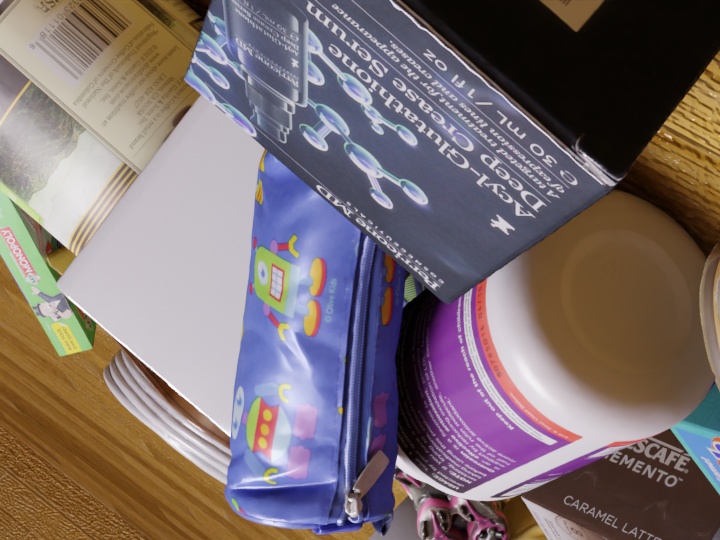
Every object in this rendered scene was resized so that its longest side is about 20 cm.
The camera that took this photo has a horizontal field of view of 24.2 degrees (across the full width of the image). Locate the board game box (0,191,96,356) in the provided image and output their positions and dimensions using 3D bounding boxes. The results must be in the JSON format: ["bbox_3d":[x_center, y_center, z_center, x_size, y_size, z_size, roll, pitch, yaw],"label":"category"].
[{"bbox_3d":[-0.234,-0.057,1.190,0.135,0.029,0.200,-90,-18,-51],"label":"board game box"}]

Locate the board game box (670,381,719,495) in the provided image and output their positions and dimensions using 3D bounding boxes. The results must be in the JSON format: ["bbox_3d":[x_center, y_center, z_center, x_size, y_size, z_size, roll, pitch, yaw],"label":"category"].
[{"bbox_3d":[0.253,0.119,0.775,0.152,0.045,0.200,50,161,-27],"label":"board game box"}]

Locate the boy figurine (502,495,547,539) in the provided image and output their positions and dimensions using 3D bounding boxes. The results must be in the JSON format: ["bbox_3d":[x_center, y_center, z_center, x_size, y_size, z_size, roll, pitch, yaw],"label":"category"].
[{"bbox_3d":[0.178,0.220,1.152,0.200,0.065,0.124,33,165,15],"label":"boy figurine"}]

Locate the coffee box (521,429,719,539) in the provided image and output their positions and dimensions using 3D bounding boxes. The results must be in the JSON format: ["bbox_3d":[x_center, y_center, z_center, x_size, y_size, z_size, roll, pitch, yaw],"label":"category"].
[{"bbox_3d":[0.184,0.168,0.970,0.114,0.080,0.200,21,156,37],"label":"coffee box"}]

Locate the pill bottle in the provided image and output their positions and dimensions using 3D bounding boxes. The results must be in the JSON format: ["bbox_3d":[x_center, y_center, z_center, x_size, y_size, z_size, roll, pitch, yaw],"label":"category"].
[{"bbox_3d":[0.076,0.044,0.794,0.112,0.113,0.200,41,152,-5],"label":"pill bottle"}]

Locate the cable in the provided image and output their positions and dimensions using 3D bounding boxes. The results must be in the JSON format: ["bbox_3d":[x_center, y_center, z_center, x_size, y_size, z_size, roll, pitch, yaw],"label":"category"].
[{"bbox_3d":[-0.114,0.115,1.385,0.200,0.069,0.200,38,-174,22],"label":"cable"}]

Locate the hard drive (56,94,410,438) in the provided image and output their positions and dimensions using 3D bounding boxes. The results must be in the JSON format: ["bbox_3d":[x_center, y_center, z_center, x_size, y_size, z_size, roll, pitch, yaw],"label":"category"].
[{"bbox_3d":[-0.040,-0.024,0.814,0.132,0.200,0.026,40,-160,-1],"label":"hard drive"}]

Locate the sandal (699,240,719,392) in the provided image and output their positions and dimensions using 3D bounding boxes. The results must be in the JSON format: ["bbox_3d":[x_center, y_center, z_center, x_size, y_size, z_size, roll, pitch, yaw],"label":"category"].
[{"bbox_3d":[0.191,0.078,0.681,0.054,0.080,0.201,-13,95,38],"label":"sandal"}]

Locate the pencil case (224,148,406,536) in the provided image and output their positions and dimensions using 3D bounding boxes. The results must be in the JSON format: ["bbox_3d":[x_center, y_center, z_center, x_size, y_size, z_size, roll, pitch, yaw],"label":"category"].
[{"bbox_3d":[-0.014,0.026,0.762,0.087,0.078,0.201,28,117,53],"label":"pencil case"}]

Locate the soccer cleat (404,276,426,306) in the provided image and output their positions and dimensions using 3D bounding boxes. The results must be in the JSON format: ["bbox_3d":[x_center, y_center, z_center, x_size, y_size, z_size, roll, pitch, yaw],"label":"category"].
[{"bbox_3d":[0.001,0.000,1.011,0.200,0.064,0.084,-156,61,-65],"label":"soccer cleat"}]

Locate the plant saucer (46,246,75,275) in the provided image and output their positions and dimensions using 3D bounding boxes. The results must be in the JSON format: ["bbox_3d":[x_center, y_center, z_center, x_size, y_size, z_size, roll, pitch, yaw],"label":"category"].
[{"bbox_3d":[-0.108,0.031,1.218,0.200,0.049,0.200,39,-172,7],"label":"plant saucer"}]

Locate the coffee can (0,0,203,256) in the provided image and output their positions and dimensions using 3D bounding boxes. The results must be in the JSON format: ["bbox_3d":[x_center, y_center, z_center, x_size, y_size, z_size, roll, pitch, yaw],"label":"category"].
[{"bbox_3d":[-0.117,-0.070,0.911,0.200,0.146,0.146,41,163,-1],"label":"coffee can"}]

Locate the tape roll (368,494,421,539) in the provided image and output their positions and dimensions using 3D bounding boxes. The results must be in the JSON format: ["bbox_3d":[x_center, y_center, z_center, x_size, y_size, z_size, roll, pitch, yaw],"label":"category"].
[{"bbox_3d":[0.034,0.261,1.318,0.066,0.200,0.200,33,161,18],"label":"tape roll"}]

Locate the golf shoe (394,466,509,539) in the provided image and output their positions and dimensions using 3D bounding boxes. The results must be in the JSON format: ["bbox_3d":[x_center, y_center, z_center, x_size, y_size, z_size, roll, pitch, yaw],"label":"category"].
[{"bbox_3d":[0.047,0.111,1.135,0.092,0.072,0.201,-99,-6,-57],"label":"golf shoe"}]

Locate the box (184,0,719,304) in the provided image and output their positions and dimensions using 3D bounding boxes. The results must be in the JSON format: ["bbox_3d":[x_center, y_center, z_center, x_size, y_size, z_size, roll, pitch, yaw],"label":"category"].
[{"bbox_3d":[0.033,-0.090,0.617,0.148,0.107,0.200,40,163,-1],"label":"box"}]

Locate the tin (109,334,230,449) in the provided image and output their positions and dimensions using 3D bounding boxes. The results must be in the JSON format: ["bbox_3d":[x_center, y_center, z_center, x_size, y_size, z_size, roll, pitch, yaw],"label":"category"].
[{"bbox_3d":[-0.125,0.066,1.250,0.200,0.042,0.112,43,-174,37],"label":"tin"}]
